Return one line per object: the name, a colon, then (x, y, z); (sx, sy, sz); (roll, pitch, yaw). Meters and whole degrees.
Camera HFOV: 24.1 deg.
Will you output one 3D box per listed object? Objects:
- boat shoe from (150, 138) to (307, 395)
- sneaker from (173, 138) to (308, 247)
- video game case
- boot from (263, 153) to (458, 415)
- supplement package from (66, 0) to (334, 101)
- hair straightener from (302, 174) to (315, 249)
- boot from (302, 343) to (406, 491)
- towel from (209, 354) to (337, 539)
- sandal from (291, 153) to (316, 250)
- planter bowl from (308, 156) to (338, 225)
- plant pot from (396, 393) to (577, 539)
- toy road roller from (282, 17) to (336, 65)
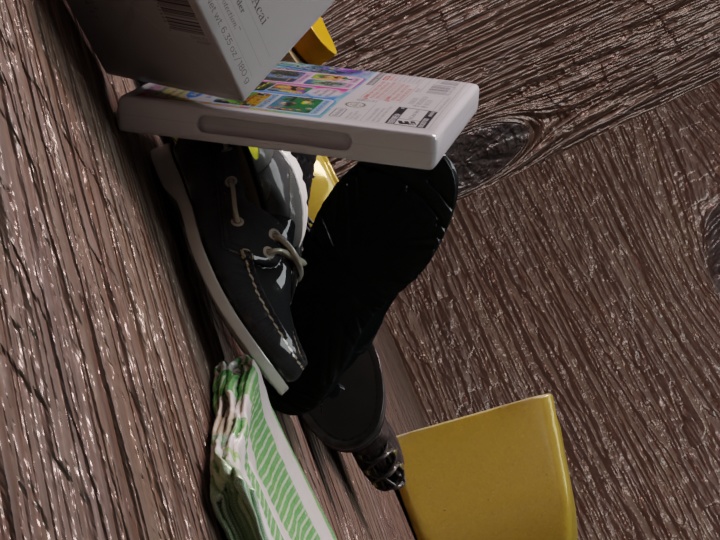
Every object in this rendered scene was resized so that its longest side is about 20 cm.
boat shoe: (-0.064, -0.014, 0.966); (0.201, 0.060, 0.074); (61, -1, 46)
sneaker: (-0.102, -0.091, 1.161); (0.202, 0.074, 0.085); (66, 21, -8)
video game case: (-0.029, -0.098, 1.006); (0.200, 0.180, 0.024); (-53, 150, -72)
boot: (0.001, 0.000, 1.075); (0.073, 0.200, 0.162); (32, 12, 4)
supplement package: (-0.069, -0.212, 0.949); (0.119, 0.200, 0.122); (15, -35, 39)
hair straightener: (-0.069, -0.054, 1.304); (0.041, 0.076, 0.202); (-80, 150, -64)
boot: (0.000, 0.110, 1.296); (0.201, 0.069, 0.175); (-115, 179, -51)
towel: (-0.034, 0.131, 0.811); (0.200, 0.023, 0.154); (-107, 173, -77)
sandal: (-0.066, -0.057, 1.243); (0.075, 0.044, 0.203); (34, 61, -69)
planter bowl: (-0.052, -0.052, 1.447); (0.202, 0.083, 0.200); (63, -1, 2)
plant pot: (0.152, 0.276, 1.878); (0.196, 0.192, 0.202); (60, 15, -72)
toy road roller: (-0.122, -0.221, 1.337); (0.146, 0.122, 0.202); (31, 30, -62)
